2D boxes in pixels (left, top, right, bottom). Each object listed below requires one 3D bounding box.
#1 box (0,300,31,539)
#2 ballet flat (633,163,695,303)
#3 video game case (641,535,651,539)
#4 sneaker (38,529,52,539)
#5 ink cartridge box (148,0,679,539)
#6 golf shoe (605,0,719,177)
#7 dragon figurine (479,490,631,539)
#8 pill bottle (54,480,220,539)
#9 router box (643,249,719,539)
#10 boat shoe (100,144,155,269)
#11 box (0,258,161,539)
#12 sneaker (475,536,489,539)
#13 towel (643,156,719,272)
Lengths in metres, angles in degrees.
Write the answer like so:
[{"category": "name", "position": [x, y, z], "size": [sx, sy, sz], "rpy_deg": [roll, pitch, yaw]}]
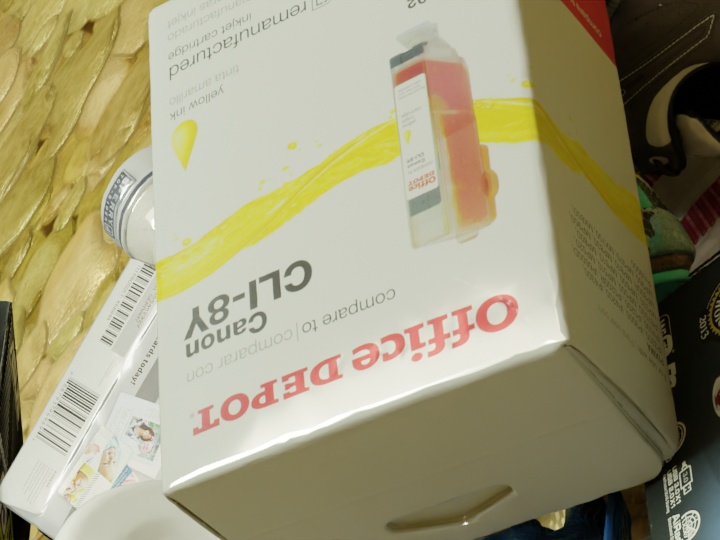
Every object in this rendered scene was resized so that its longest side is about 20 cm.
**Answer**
[{"category": "box", "position": [-0.197, 0.149, 1.087], "size": [0.200, 0.047, 0.194], "rpy_deg": [96, 177, -50]}, {"category": "ballet flat", "position": [0.060, 0.022, 0.829], "size": [0.200, 0.074, 0.074], "rpy_deg": [-50, 24, 47]}, {"category": "video game case", "position": [0.140, 0.134, 0.660], "size": [0.200, 0.022, 0.183], "rpy_deg": [-36, 33, 40]}, {"category": "sneaker", "position": [-0.121, 0.129, 1.074], "size": [0.200, 0.075, 0.090], "rpy_deg": [-22, 39, 53]}, {"category": "ink cartridge box", "position": [0.012, -0.017, 0.709], "size": [0.145, 0.083, 0.201], "rpy_deg": [-22, 52, 22]}, {"category": "golf shoe", "position": [0.097, -0.059, 0.842], "size": [0.078, 0.094, 0.200], "rpy_deg": [-46, -9, -29]}, {"category": "dragon figurine", "position": [0.081, 0.107, 0.702], "size": [0.099, 0.059, 0.201], "rpy_deg": [-26, 41, 48]}, {"category": "pill bottle", "position": [-0.081, 0.186, 0.801], "size": [0.113, 0.113, 0.200], "rpy_deg": [-100, 25, -54]}, {"category": "router box", "position": [0.156, 0.055, 0.622], "size": [0.150, 0.062, 0.200], "rpy_deg": [-41, 30, 30]}, {"category": "boat shoe", "position": [-0.013, -0.021, 0.947], "size": [0.070, 0.200, 0.071], "rpy_deg": [41, 120, 39]}, {"category": "box", "position": [-0.057, 0.079, 0.965], "size": [0.200, 0.041, 0.156], "rpy_deg": [25, 84, 41]}, {"category": "sneaker", "position": [0.031, 0.191, 0.761], "size": [0.087, 0.074, 0.201], "rpy_deg": [12, 76, 47]}, {"category": "towel", "position": [0.143, -0.043, 0.848], "size": [0.144, 0.023, 0.200], "rpy_deg": [-49, 27, 17]}]
